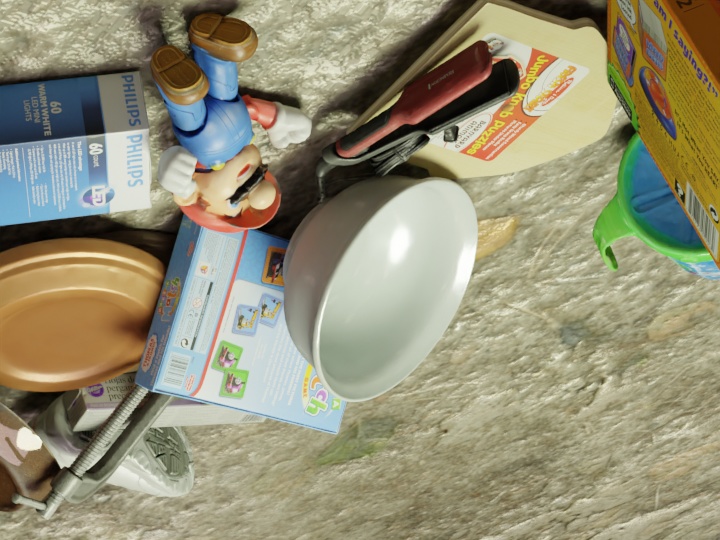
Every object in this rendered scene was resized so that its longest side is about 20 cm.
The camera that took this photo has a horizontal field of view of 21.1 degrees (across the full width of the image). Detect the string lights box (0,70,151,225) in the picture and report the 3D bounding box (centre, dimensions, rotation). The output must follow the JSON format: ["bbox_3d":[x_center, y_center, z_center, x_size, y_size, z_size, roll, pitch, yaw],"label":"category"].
[{"bbox_3d":[-0.258,-0.085,1.435,0.200,0.059,0.103,-7,147,-11],"label":"string lights box"}]

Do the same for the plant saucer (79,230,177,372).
[{"bbox_3d":[-0.211,0.034,1.662,0.200,0.030,0.200,-9,147,-6],"label":"plant saucer"}]

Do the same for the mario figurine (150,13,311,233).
[{"bbox_3d":[-0.093,-0.094,1.444,0.123,0.106,0.200,-14,146,-4],"label":"mario figurine"}]

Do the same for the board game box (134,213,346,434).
[{"bbox_3d":[-0.081,0.046,1.633,0.200,0.152,0.037,18,179,-38],"label":"board game box"}]

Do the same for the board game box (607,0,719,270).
[{"bbox_3d":[0.307,-0.159,1.379,0.199,0.200,0.200,-21,148,-6],"label":"board game box"}]

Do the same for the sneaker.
[{"bbox_3d":[-0.242,0.169,1.826,0.099,0.078,0.200,-21,145,33],"label":"sneaker"}]

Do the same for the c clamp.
[{"bbox_3d":[-0.205,0.136,1.650,0.200,0.027,0.171,-51,167,-10],"label":"c clamp"}]

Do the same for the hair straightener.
[{"bbox_3d":[0.045,-0.102,1.483,0.200,0.041,0.077,-35,141,29],"label":"hair straightener"}]

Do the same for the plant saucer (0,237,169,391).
[{"bbox_3d":[-0.248,0.045,1.605,0.200,0.038,0.200,-10,147,-7],"label":"plant saucer"}]

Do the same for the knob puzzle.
[{"bbox_3d":[0.116,-0.139,1.520,0.219,0.031,0.220,-10,146,-7],"label":"knob puzzle"}]

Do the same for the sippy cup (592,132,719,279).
[{"bbox_3d":[0.294,-0.056,1.634,0.177,0.140,0.130,10,165,21],"label":"sippy cup"}]

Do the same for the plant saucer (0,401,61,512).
[{"bbox_3d":[-0.348,0.148,1.668,0.200,0.035,0.200,23,148,15],"label":"plant saucer"}]

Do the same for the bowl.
[{"bbox_3d":[0.000,0.000,1.588,0.201,0.090,0.201,-35,140,-36],"label":"bowl"}]

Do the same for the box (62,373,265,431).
[{"bbox_3d":[-0.171,0.118,1.772,0.200,0.039,0.041,-1,146,-32],"label":"box"}]
